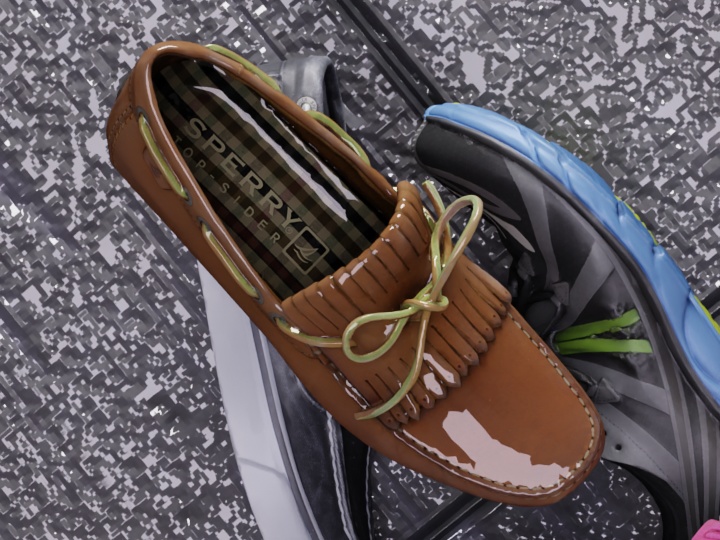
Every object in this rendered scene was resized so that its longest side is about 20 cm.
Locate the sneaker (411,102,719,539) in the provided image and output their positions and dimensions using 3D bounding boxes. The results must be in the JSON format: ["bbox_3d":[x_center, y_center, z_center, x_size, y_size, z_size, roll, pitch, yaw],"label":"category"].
[{"bbox_3d":[0.079,0.027,0.997,0.083,0.071,0.200,-35,91,3],"label":"sneaker"}]

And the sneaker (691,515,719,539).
[{"bbox_3d":[0.202,0.110,0.956,0.200,0.081,0.088,-5,102,-16],"label":"sneaker"}]

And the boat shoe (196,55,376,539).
[{"bbox_3d":[-0.013,0.023,1.015,0.068,0.072,0.200,-12,85,11],"label":"boat shoe"}]

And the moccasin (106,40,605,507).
[{"bbox_3d":[0.001,-0.001,0.945,0.074,0.078,0.201,-40,87,-13],"label":"moccasin"}]
